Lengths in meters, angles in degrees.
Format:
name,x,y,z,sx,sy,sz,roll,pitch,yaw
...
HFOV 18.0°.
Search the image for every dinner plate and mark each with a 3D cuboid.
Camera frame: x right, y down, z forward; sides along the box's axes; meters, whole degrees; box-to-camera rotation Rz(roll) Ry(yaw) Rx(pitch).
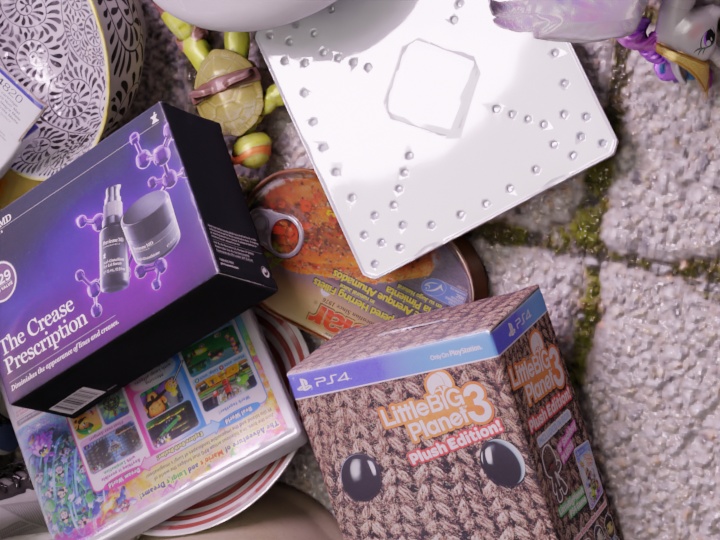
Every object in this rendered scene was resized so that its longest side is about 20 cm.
name,x,y,z,sx,sy,sz,roll,pitch,yaw
dinner plate,-0.124,0.104,1.672,0.199,0.024,0.201,-10,59,16

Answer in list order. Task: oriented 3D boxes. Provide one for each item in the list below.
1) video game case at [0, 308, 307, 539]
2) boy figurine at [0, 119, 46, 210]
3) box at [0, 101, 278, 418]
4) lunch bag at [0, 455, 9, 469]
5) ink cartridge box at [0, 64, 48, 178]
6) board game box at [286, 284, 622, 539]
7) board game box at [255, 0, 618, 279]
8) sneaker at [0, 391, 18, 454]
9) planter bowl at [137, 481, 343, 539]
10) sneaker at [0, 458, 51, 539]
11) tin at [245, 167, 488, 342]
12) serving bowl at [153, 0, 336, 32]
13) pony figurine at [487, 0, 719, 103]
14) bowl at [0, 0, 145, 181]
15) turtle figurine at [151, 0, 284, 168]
name,x,y,z,sx,sy,sz,roll,pitch,yaw
video game case,-0.157,0.095,1.659,0.199,0.024,0.183,-28,59,5
boy figurine,-0.270,-0.060,1.755,0.200,0.064,0.125,42,109,22
box,-0.174,-0.005,1.615,0.199,0.079,0.142,-32,63,24
lunch bag,-0.373,0.131,1.766,0.117,0.164,0.201,-35,77,25
ink cartridge box,-0.334,-0.139,1.672,0.200,0.041,0.200,44,133,-4
board game box,0.066,0.132,1.548,0.159,0.097,0.201,-14,101,28
board game box,0.052,-0.125,1.573,0.199,0.026,0.201,-28,79,14
sneaker,-0.290,0.032,1.763,0.115,0.081,0.200,-35,93,18
planter bowl,-0.106,0.261,1.652,0.199,0.135,0.202,3,96,28
sneaker,-0.271,0.174,1.704,0.074,0.200,0.080,22,96,37
tin,0.000,0.000,1.630,0.199,0.042,0.113,27,102,23
serving bowl,-0.059,-0.228,1.582,0.199,0.201,0.066,1,134,28
pony figurine,0.175,-0.211,1.456,0.192,0.167,0.201,9,117,-7
bowl,-0.221,-0.175,1.685,0.200,0.094,0.202,20,121,38
turtle figurine,-0.104,-0.136,1.658,0.199,0.064,0.162,-22,84,28
